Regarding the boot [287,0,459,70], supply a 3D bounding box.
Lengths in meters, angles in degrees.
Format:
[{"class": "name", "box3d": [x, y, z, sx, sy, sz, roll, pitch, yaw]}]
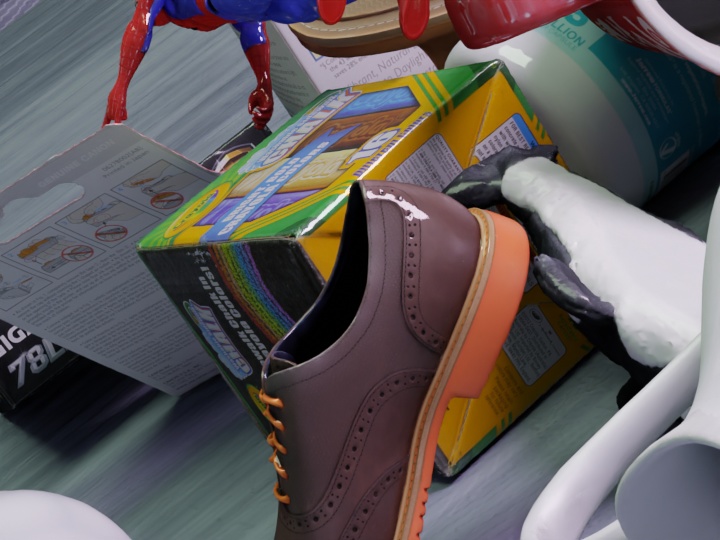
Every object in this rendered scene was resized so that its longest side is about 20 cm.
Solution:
[{"class": "boot", "box3d": [0.054, -0.105, 1.260, 0.200, 0.155, 0.074, -20, 53, -19]}]

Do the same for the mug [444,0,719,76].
[{"class": "mug", "box3d": [0.122, -0.143, 1.018, 0.177, 0.134, 0.200, 7, 5, -5]}]

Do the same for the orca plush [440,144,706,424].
[{"class": "orca plush", "box3d": [0.091, 0.022, 0.950, 0.105, 0.071, 0.200, -8, 28, -41]}]

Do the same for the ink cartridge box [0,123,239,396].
[{"class": "ink cartridge box", "box3d": [-0.102, -0.017, 1.245, 0.161, 0.200, 0.050, -29, 51, 31]}]

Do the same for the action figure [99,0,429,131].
[{"class": "action figure", "box3d": [-0.053, -0.097, 1.152, 0.200, 0.065, 0.099, 13, 93, 57]}]

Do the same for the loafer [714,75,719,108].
[{"class": "loafer", "box3d": [0.241, -0.119, 1.103, 0.200, 0.070, 0.070, -43, 21, -4]}]

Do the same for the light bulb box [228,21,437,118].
[{"class": "light bulb box", "box3d": [0.034, -0.161, 1.384, 0.198, 0.200, 0.125, -36, 16, -10]}]

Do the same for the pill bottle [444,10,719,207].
[{"class": "pill bottle", "box3d": [0.142, -0.113, 1.189, 0.200, 0.111, 0.111, -40, 16, -20]}]

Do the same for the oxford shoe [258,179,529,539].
[{"class": "oxford shoe", "box3d": [-0.012, 0.063, 0.918, 0.200, 0.072, 0.071, -68, 22, -1]}]

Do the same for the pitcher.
[{"class": "pitcher", "box3d": [0.140, 0.017, 0.802, 0.171, 0.121, 0.200, -14, 36, 49]}]

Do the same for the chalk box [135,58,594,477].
[{"class": "chalk box", "box3d": [0.000, 0.000, 1.113, 0.124, 0.125, 0.200, -40, 18, -22]}]

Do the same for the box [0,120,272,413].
[{"class": "box", "box3d": [-0.132, 0.002, 1.442, 0.198, 0.050, 0.200, -39, 3, -10]}]

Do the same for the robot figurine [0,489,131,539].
[{"class": "robot figurine", "box3d": [-0.149, 0.143, 1.003, 0.169, 0.113, 0.200, -22, 7, -35]}]
